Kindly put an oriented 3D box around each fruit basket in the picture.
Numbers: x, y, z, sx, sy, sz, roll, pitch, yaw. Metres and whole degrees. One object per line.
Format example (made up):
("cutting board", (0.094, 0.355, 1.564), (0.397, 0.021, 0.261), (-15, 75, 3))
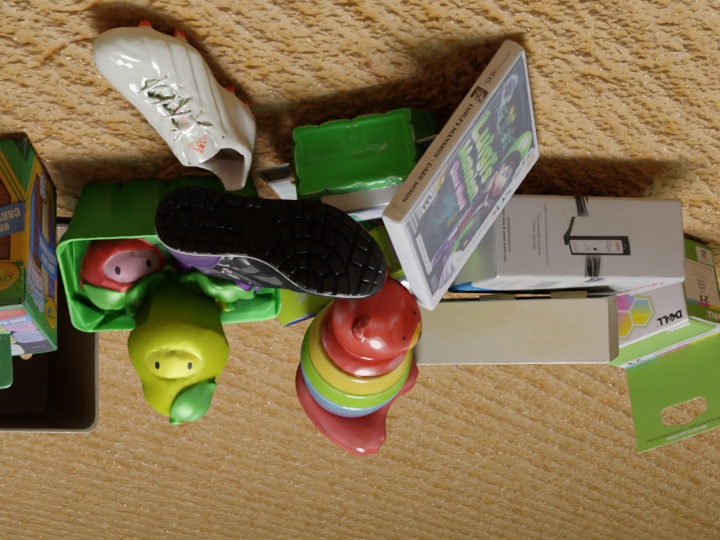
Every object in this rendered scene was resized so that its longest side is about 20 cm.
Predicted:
("fruit basket", (0.015, -0.074, 1.301), (0.183, 0.095, 0.200), (-9, 161, 9))
("fruit basket", (-0.171, 0.026, 1.328), (0.213, 0.217, 0.156), (-3, 141, -4))

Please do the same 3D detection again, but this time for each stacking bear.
("stacking bear", (0.003, 0.070, 1.340), (0.113, 0.122, 0.200), (28, 152, 5))

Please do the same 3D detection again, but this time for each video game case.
("video game case", (0.091, -0.075, 1.236), (0.023, 0.183, 0.200), (31, 167, 20))

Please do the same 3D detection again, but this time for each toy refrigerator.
("toy refrigerator", (0.155, 0.056, 1.455), (0.198, 0.071, 0.076), (-1, -178, 18))

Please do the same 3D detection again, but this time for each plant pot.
("plant pot", (-0.370, 0.067, 1.448), (0.198, 0.202, 0.177), (2, 169, -17))

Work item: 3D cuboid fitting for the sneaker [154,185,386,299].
("sneaker", (-0.072, -0.019, 1.236), (0.198, 0.076, 0.088), (16, 164, 6))

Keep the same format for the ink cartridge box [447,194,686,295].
("ink cartridge box", (0.200, -0.023, 1.431), (0.198, 0.085, 0.146), (0, 173, -16))

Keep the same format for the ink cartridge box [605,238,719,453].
("ink cartridge box", (0.324, 0.081, 1.594), (0.075, 0.202, 0.147), (15, 150, -40))

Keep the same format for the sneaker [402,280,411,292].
("sneaker", (0.033, 0.029, 1.586), (0.089, 0.076, 0.201), (4, 149, -9))

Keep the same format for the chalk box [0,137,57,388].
("chalk box", (-0.336, 0.004, 1.265), (0.123, 0.202, 0.124), (-6, 158, 0))

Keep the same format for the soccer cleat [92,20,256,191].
("soccer cleat", (-0.140, -0.129, 1.150), (0.069, 0.078, 0.200), (-15, 155, 23))

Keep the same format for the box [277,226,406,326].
("box", (0.000, 0.000, 1.418), (0.121, 0.048, 0.199), (-17, 173, -44))
